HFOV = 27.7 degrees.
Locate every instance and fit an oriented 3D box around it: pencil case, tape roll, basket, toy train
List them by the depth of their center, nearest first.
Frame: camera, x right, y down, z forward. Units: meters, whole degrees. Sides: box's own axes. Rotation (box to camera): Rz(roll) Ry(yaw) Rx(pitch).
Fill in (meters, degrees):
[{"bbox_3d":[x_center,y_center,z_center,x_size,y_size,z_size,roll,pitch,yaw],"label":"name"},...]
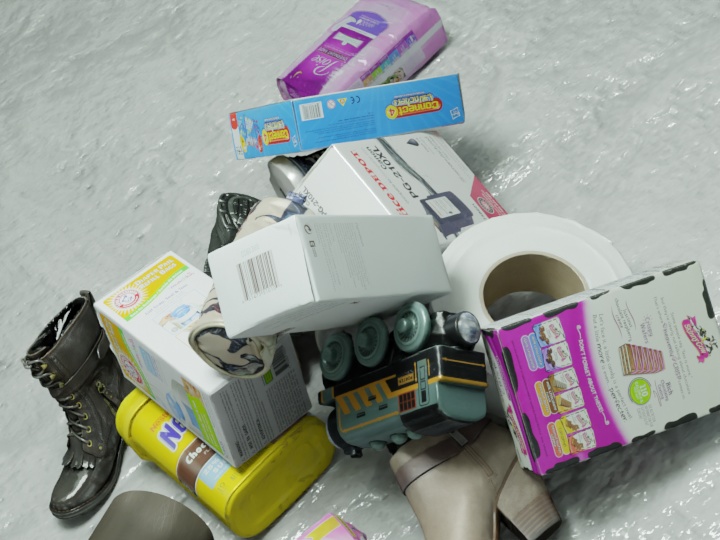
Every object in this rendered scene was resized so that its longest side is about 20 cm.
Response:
[{"bbox_3d":[0.035,0.101,1.326,0.200,0.085,0.114,-25,60,45],"label":"toy train"},{"bbox_3d":[-0.091,0.014,1.360,0.089,0.078,0.200,-6,38,25],"label":"pencil case"},{"bbox_3d":[-0.225,0.318,1.368,0.136,0.180,0.200,25,49,-1],"label":"basket"},{"bbox_3d":[0.166,0.042,1.406,0.202,0.071,0.203,0,55,1],"label":"tape roll"}]

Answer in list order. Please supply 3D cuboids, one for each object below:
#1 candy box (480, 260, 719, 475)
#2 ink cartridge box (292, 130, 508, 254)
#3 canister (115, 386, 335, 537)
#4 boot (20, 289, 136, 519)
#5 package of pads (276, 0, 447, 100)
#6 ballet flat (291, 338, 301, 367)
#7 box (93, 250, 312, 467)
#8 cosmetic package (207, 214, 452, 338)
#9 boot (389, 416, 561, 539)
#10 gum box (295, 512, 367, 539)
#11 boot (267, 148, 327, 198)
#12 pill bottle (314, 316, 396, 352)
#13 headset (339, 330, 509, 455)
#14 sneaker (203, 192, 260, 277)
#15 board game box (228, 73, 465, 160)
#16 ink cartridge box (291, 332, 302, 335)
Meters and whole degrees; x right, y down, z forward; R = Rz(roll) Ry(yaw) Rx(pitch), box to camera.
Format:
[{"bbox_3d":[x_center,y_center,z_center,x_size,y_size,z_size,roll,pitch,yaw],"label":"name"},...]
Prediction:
[{"bbox_3d":[0.221,0.084,1.299,0.200,0.137,0.061,-18,4,-11],"label":"candy box"},{"bbox_3d":[0.046,-0.059,1.494,0.145,0.200,0.084,51,122,17],"label":"ink cartridge box"},{"bbox_3d":[-0.138,0.168,1.502,0.149,0.087,0.200,-43,45,-17],"label":"canister"},{"bbox_3d":[-0.310,0.143,1.556,0.069,0.174,0.200,4,52,32],"label":"boot"},{"bbox_3d":[0.000,-0.266,1.841,0.200,0.076,0.120,-44,41,-14],"label":"package of pads"},{"bbox_3d":[-0.125,0.061,1.613,0.200,0.071,0.065,21,49,37],"label":"ballet flat"},{"bbox_3d":[-0.157,0.084,1.443,0.101,0.113,0.200,-37,47,-24],"label":"box"},{"bbox_3d":[-0.024,0.003,1.290,0.113,0.200,0.081,-23,77,38],"label":"cosmetic package"},{"bbox_3d":[0.077,0.219,1.315,0.200,0.070,0.146,-33,61,-22],"label":"boot"},{"bbox_3d":[-0.055,0.323,1.320,0.200,0.066,0.113,-39,44,-9],"label":"gum box"},{"bbox_3d":[-0.052,-0.115,1.671,0.090,0.073,0.200,-33,5,-6],"label":"boot"},{"bbox_3d":[0.000,0.000,1.562,0.111,0.111,0.200,-20,43,12],"label":"pill bottle"},{"bbox_3d":[0.060,0.126,1.422,0.200,0.094,0.124,30,68,32],"label":"headset"},{"bbox_3d":[-0.139,0.002,1.605,0.076,0.091,0.200,16,37,-7],"label":"sneaker"},{"bbox_3d":[-0.018,-0.169,1.612,0.200,0.056,0.196,-12,6,-23],"label":"board game box"},{"bbox_3d":[-0.085,-0.006,1.606,0.037,0.095,0.200,7,16,-15],"label":"ink cartridge box"}]
